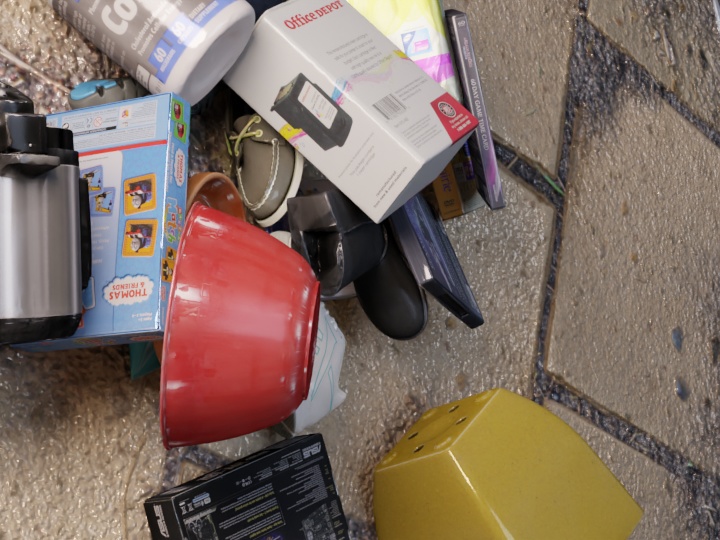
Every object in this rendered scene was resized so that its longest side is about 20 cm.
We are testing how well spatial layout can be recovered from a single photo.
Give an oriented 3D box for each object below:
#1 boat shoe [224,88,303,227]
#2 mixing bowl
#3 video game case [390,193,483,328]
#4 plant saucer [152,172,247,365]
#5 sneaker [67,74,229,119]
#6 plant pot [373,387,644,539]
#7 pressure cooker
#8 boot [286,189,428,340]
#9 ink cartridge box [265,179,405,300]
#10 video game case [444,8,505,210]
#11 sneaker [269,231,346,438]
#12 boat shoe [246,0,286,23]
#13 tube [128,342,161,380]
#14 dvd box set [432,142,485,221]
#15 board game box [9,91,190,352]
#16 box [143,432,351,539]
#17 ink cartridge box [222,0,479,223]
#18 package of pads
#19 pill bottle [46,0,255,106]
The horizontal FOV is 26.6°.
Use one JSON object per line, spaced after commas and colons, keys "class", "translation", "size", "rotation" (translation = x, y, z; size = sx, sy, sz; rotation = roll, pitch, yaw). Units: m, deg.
{"class": "boat shoe", "translation": [-0.098, -0.129, 1.443], "size": [0.060, 0.072, 0.203], "rotation": [36, 36, -37]}
{"class": "mixing bowl", "translation": [-0.090, 0.049, 1.219], "size": [0.200, 0.108, 0.202], "rotation": [6, 90, -88]}
{"class": "video game case", "translation": [0.068, -0.027, 1.543], "size": [0.144, 0.019, 0.200], "rotation": [68, 12, 20]}
{"class": "plant saucer", "translation": [-0.144, 0.013, 1.356], "size": [0.200, 0.032, 0.202], "rotation": [4, 90, -76]}
{"class": "sneaker", "translation": [-0.182, -0.152, 1.398], "size": [0.199, 0.073, 0.082], "rotation": [-27, 116, -41]}
{"class": "plant pot", "translation": [0.127, 0.237, 1.536], "size": [0.194, 0.195, 0.201], "rotation": [-43, 104, -43]}
{"class": "pressure cooker", "translation": [-0.294, -0.045, 1.143], "size": [0.179, 0.174, 0.202], "rotation": [-18, 107, -87]}
{"class": "boot", "translation": [-0.001, -0.001, 1.426], "size": [0.166, 0.065, 0.200], "rotation": [65, 11, 1]}
{"class": "ink cartridge box", "translation": [-0.033, -0.030, 1.536], "size": [0.199, 0.042, 0.120], "rotation": [-4, 84, -50]}
{"class": "video game case", "translation": [0.117, -0.172, 1.599], "size": [0.143, 0.019, 0.201], "rotation": [-99, 177, -79]}
{"class": "sneaker", "translation": [-0.059, 0.054, 1.436], "size": [0.080, 0.070, 0.202], "rotation": [-21, 117, -36]}
{"class": "boat shoe", "translation": [-0.144, -0.254, 1.452], "size": [0.200, 0.084, 0.069], "rotation": [-34, 124, -60]}
{"class": "tube", "translation": [-0.185, -0.009, 1.347], "size": [0.077, 0.050, 0.201], "rotation": [-21, 115, -42]}
{"class": "dvd box set", "translation": [0.087, -0.158, 1.658], "size": [0.146, 0.029, 0.201], "rotation": [-28, 103, -76]}
{"class": "board game box", "translation": [-0.215, -0.038, 1.262], "size": [0.037, 0.150, 0.202], "rotation": [29, 58, -59]}
{"class": "box", "translation": [-0.093, 0.254, 1.397], "size": [0.199, 0.043, 0.161], "rotation": [-19, 94, -47]}
{"class": "ink cartridge box", "translation": [-0.007, -0.158, 1.417], "size": [0.200, 0.083, 0.146], "rotation": [43, 33, 6]}
{"class": "package of pads", "translation": [0.009, -0.248, 1.556], "size": [0.068, 0.153, 0.202], "rotation": [-9, 87, -79]}
{"class": "pill bottle", "translation": [-0.198, -0.241, 1.310], "size": [0.200, 0.114, 0.114], "rotation": [40, 47, 5]}
